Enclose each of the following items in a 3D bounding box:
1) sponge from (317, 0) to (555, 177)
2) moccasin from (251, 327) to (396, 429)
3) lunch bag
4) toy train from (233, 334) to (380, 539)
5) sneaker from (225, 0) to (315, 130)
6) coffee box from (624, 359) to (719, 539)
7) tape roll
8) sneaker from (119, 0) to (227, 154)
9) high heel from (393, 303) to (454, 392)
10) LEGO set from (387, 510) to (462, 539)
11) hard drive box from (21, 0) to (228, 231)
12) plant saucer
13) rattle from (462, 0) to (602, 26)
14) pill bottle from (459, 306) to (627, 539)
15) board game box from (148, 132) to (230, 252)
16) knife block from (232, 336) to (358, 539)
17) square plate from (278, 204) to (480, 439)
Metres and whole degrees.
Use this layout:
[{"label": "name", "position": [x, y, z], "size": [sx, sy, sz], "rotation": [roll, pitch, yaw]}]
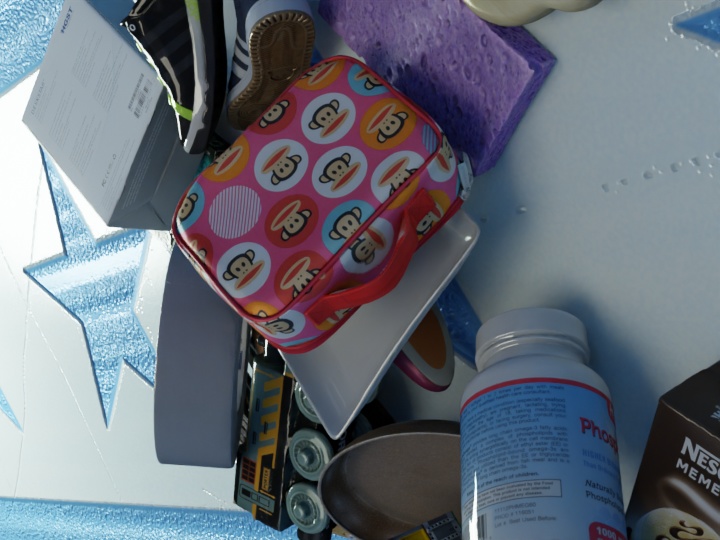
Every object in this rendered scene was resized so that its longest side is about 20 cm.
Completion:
[{"label": "sponge", "position": [0.049, -0.174, 0.883], "size": [0.200, 0.030, 0.112], "rotation": [49, 141, 21]}, {"label": "moccasin", "position": [-0.028, 0.104, 1.098], "size": [0.201, 0.074, 0.078], "rotation": [54, 128, 22]}, {"label": "lunch bag", "position": [-0.023, -0.044, 0.862], "size": [0.176, 0.200, 0.082], "rotation": [45, 178, 38]}, {"label": "toy train", "position": [-0.051, 0.139, 1.035], "size": [0.114, 0.085, 0.200], "rotation": [18, 113, 31]}, {"label": "sneaker", "position": [-0.083, -0.203, 1.003], "size": [0.200, 0.070, 0.109], "rotation": [118, 140, -66]}, {"label": "coffee box", "position": [0.241, 0.173, 0.787], "size": [0.113, 0.080, 0.200], "rotation": [35, 134, 37]}, {"label": "tape roll", "position": [-0.135, 0.072, 1.052], "size": [0.200, 0.066, 0.201], "rotation": [-175, 90, -88]}, {"label": "sneaker", "position": [-0.159, -0.198, 1.008], "size": [0.083, 0.072, 0.200], "rotation": [3, 113, 3]}, {"label": "high heel", "position": [0.006, 0.043, 1.016], "size": [0.200, 0.067, 0.096], "rotation": [52, 132, 27]}, {"label": "LEGO set", "position": [0.046, 0.298, 0.962], "size": [0.154, 0.116, 0.200], "rotation": [60, 159, 26]}, {"label": "hard drive box", "position": [-0.231, -0.157, 1.147], "size": [0.200, 0.077, 0.156], "rotation": [45, 118, 36]}, {"label": "plant saucer", "position": [0.066, 0.176, 0.966], "size": [0.200, 0.032, 0.200], "rotation": [5, 140, 4]}, {"label": "rattle", "position": [0.088, -0.202, 0.732], "size": [0.200, 0.143, 0.130], "rotation": [39, 118, 41]}, {"label": "pill bottle", "position": [0.123, 0.131, 0.823], "size": [0.109, 0.109, 0.200], "rotation": [128, 151, -50]}, {"label": "board game box", "position": [-0.199, -0.104, 1.202], "size": [0.200, 0.028, 0.135], "rotation": [40, 126, 39]}, {"label": "knife block", "position": [-0.059, 0.156, 1.187], "size": [0.200, 0.176, 0.064], "rotation": [20, 143, -13]}, {"label": "square plate", "position": [0.000, 0.000, 0.942], "size": [0.198, 0.028, 0.200], "rotation": [-56, 40, 16]}]
